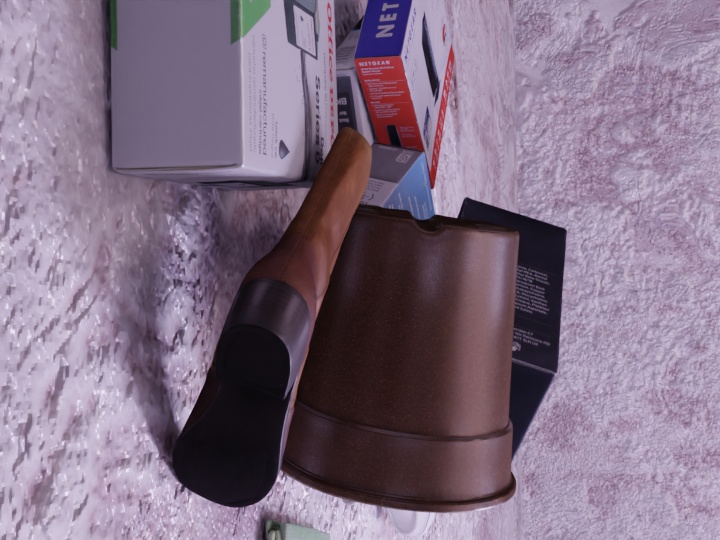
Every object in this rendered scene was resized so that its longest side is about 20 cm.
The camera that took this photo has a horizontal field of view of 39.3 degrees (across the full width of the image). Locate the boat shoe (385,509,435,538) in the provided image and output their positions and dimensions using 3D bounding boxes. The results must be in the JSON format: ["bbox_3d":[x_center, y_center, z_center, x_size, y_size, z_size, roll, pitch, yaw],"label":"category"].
[{"bbox_3d":[0.036,0.220,1.109,0.065,0.072,0.204,-42,127,-51],"label":"boat shoe"}]

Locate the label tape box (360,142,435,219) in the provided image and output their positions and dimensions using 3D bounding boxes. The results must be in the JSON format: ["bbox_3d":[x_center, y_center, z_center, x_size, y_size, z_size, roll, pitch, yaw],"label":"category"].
[{"bbox_3d":[0.000,0.000,0.942,0.201,0.062,0.146,-53,144,-34],"label":"label tape box"}]

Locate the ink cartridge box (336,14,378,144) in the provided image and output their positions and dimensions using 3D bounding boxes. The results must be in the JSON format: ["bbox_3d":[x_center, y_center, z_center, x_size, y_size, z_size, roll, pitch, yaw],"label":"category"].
[{"bbox_3d":[0.014,-0.152,1.076,0.199,0.042,0.203,-66,150,-57],"label":"ink cartridge box"}]

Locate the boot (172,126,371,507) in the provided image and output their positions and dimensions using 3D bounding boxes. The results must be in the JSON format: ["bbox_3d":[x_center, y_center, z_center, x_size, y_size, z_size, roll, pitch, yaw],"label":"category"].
[{"bbox_3d":[-0.054,0.030,0.655,0.201,0.067,0.191,-70,173,-50],"label":"boot"}]

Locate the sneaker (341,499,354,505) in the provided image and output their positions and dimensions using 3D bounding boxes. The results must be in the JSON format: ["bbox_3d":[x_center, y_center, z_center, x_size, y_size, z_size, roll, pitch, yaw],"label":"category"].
[{"bbox_3d":[-0.001,0.182,0.936,0.200,0.071,0.072,-1,86,-76],"label":"sneaker"}]

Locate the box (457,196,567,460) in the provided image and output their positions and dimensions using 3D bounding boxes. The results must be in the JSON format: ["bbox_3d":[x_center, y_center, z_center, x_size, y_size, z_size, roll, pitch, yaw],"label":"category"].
[{"bbox_3d":[0.119,0.075,1.004,0.202,0.115,0.199,-75,180,-46],"label":"box"}]

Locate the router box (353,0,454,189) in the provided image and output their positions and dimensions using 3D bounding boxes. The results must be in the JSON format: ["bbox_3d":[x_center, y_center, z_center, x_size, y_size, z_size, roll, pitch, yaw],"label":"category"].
[{"bbox_3d":[0.051,-0.218,1.044,0.181,0.048,0.203,70,26,-50],"label":"router box"}]

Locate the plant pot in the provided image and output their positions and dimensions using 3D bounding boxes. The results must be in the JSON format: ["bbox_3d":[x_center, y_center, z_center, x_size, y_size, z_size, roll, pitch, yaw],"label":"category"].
[{"bbox_3d":[0.039,0.057,0.785,0.200,0.196,0.203,-13,112,-75],"label":"plant pot"}]

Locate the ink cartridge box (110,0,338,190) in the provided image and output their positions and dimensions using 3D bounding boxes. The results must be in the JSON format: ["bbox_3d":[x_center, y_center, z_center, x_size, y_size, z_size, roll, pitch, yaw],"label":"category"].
[{"bbox_3d":[-0.077,-0.130,0.642,0.200,0.082,0.149,-9,98,-76],"label":"ink cartridge box"}]

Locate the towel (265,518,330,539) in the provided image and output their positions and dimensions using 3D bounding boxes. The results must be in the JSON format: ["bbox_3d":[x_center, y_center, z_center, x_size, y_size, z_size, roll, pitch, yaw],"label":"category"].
[{"bbox_3d":[-0.055,0.312,0.816,0.153,0.023,0.204,53,37,-67],"label":"towel"}]
